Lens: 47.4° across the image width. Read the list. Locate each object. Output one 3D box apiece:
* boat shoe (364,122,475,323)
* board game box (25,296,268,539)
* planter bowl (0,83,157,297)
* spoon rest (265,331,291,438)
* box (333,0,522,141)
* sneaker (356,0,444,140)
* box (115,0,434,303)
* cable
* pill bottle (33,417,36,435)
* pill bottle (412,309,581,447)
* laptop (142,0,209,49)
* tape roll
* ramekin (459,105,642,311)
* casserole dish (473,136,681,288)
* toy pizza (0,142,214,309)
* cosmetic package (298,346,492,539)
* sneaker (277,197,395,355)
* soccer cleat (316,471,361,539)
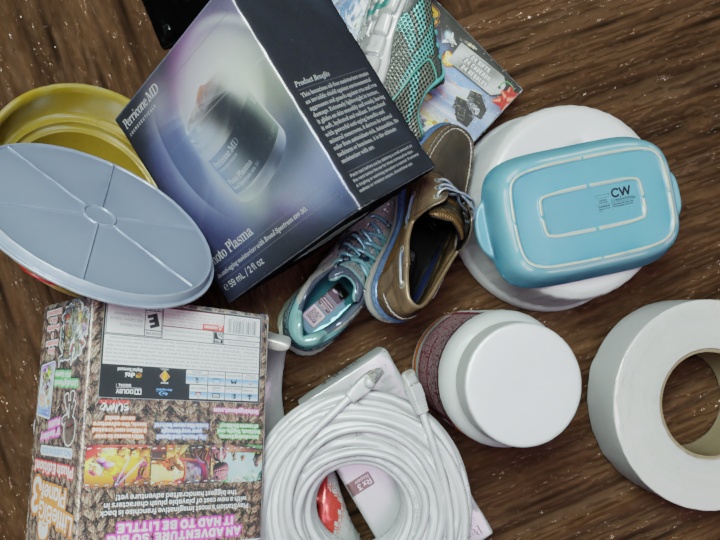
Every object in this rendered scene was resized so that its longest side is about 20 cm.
[{"bbox_3d":[0.070,-0.046,0.744,0.072,0.072,0.203,25,74,-26],"label":"boat shoe"},{"bbox_3d":[-0.167,0.131,0.655,0.158,0.096,0.203,11,75,-41],"label":"board game box"},{"bbox_3d":[-0.249,-0.057,0.738,0.198,0.083,0.203,17,62,-33],"label":"planter bowl"},{"bbox_3d":[-0.101,0.145,0.768,0.098,0.061,0.203,17,107,1],"label":"spoon rest"},{"bbox_3d":[0.044,-0.199,0.816,0.200,0.040,0.137,45,85,-3],"label":"box"},{"bbox_3d":[0.044,-0.207,0.771,0.090,0.077,0.203,21,86,-24],"label":"sneaker"},{"bbox_3d":[-0.080,-0.111,0.708,0.123,0.199,0.200,-32,89,-47],"label":"box"},{"bbox_3d":[-0.003,0.203,0.709,0.198,0.069,0.202,-28,92,-4],"label":"cable"},{"bbox_3d":[-0.229,0.171,0.733,0.109,0.111,0.203,-8,88,-7],"label":"pill bottle"},{"bbox_3d":[0.116,0.093,0.730,0.112,0.200,0.116,0,87,-6],"label":"pill bottle"},{"bbox_3d":[-0.131,-0.343,0.820,0.198,0.103,0.179,-24,89,19],"label":"laptop"},{"bbox_3d":[0.333,0.129,0.818,0.199,0.071,0.206,0,87,-6],"label":"tape roll"},{"bbox_3d":[0.194,-0.062,0.798,0.197,0.098,0.204,0,87,-7],"label":"ramekin"},{"bbox_3d":[0.201,-0.054,0.731,0.197,0.039,0.123,-11,89,-7],"label":"casserole dish"},{"bbox_3d":[-0.207,-0.031,0.634,0.199,0.201,0.032,32,113,-4],"label":"toy pizza"},{"bbox_3d":[0.031,0.185,0.781,0.101,0.074,0.201,-32,90,-6],"label":"cosmetic package"},{"bbox_3d":[0.000,0.000,0.779,0.077,0.086,0.201,37,84,-4],"label":"sneaker"},{"bbox_3d":[-0.014,0.278,0.778,0.084,0.069,0.203,-4,89,-18],"label":"soccer cleat"}]
